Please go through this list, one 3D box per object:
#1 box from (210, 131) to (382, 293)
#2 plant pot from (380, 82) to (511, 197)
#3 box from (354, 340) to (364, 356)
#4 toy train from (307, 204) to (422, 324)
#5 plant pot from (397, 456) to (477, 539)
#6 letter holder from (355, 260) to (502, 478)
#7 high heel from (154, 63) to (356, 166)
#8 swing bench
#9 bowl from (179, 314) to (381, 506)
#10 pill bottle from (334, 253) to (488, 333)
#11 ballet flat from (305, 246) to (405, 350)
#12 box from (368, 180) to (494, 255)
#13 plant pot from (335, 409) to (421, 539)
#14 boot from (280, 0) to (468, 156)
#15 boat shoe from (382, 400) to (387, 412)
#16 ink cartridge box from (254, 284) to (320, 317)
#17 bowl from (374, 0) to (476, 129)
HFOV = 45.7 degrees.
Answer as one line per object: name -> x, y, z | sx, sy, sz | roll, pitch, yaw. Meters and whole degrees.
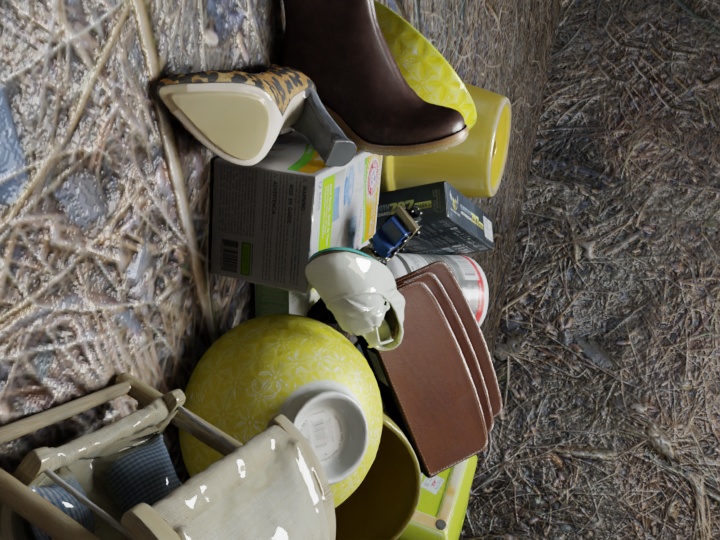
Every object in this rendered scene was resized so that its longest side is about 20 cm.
box -> -0.057, -0.067, 0.848 | 0.200, 0.100, 0.114 | -40, 138, -65
plant pot -> 0.095, -0.175, 1.133 | 0.201, 0.187, 0.203 | 11, 90, -73
box -> 0.020, 0.210, 1.155 | 0.051, 0.157, 0.201 | -45, -168, 43
toy train -> 0.000, 0.000, 0.874 | 0.046, 0.034, 0.200 | -27, 164, -47
plant pot -> 0.057, 0.342, 1.243 | 0.182, 0.197, 0.201 | 101, 12, -45
letter holder -> 0.088, 0.102, 0.962 | 0.101, 0.141, 0.201 | -176, -117, -79
high heel -> -0.109, -0.155, 0.746 | 0.199, 0.143, 0.072 | 10, 123, -44
swing bench -> -0.134, 0.166, 0.564 | 0.199, 0.198, 0.131 | -18, 117, -71
bowl -> -0.052, 0.142, 0.777 | 0.199, 0.107, 0.202 | -1, 91, -30
pill bottle -> 0.062, 0.034, 1.136 | 0.199, 0.114, 0.115 | 1, 102, -34
ballet flat -> 0.006, 0.035, 0.797 | 0.200, 0.069, 0.070 | 44, 58, -67
box -> 0.074, -0.058, 1.127 | 0.200, 0.156, 0.052 | 23, 60, -62
plant pot -> -0.040, 0.209, 0.970 | 0.142, 0.198, 0.202 | -107, -160, -69
boot -> 0.008, -0.202, 0.816 | 0.072, 0.198, 0.168 | -48, 142, -51
boat shoe -> 0.049, 0.125, 1.059 | 0.074, 0.068, 0.201 | -115, -138, -73
ink cartridge box -> -0.073, 0.060, 0.968 | 0.146, 0.048, 0.202 | -44, 139, -63
bowl -> 0.022, -0.192, 0.949 | 0.108, 0.200, 0.200 | -48, 158, -5
